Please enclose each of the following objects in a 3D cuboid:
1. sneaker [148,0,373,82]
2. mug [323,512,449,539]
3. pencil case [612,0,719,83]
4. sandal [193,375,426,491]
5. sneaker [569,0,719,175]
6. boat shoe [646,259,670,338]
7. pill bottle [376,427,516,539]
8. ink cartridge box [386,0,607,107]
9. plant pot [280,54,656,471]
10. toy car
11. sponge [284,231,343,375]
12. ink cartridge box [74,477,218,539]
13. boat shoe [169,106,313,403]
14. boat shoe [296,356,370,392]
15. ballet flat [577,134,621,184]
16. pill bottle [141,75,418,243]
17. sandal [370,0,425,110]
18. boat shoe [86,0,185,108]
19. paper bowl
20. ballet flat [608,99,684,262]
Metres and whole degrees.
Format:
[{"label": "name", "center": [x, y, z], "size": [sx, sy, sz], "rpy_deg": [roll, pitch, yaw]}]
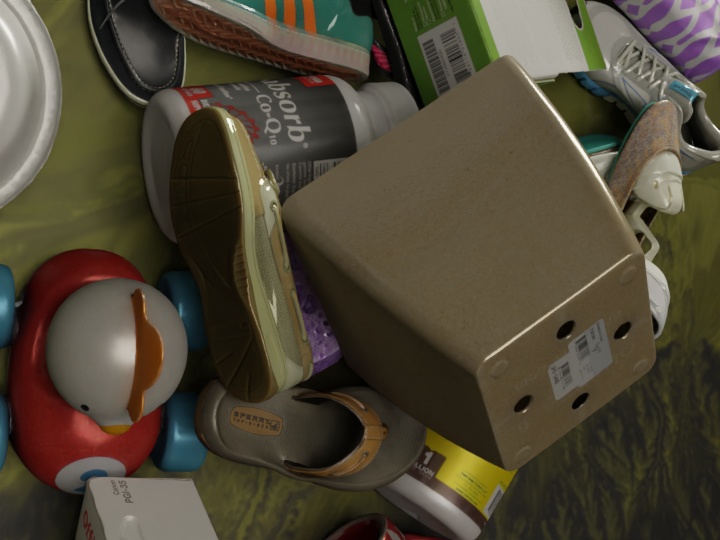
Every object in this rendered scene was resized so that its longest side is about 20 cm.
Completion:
[{"label": "sneaker", "center": [-0.072, -0.206, 0.953], "size": [0.199, 0.071, 0.081], "rpy_deg": [13, 80, -41]}, {"label": "mug", "center": [0.042, 0.297, 1.021], "size": [0.133, 0.178, 0.200], "rpy_deg": [-35, 103, 20]}, {"label": "pencil case", "center": [0.271, -0.264, 1.136], "size": [0.085, 0.084, 0.200], "rpy_deg": [-36, 114, 25]}, {"label": "sandal", "center": [-0.026, 0.114, 0.912], "size": [0.199, 0.054, 0.083], "rpy_deg": [18, 72, -34]}, {"label": "sneaker", "center": [0.267, -0.170, 1.134], "size": [0.200, 0.087, 0.075], "rpy_deg": [44, 74, -17]}, {"label": "boat shoe", "center": [0.168, -0.002, 1.040], "size": [0.199, 0.069, 0.072], "rpy_deg": [33, 121, -10]}, {"label": "pill bottle", "center": [0.097, 0.114, 1.036], "size": [0.109, 0.109, 0.201], "rpy_deg": [39, 74, -20]}, {"label": "ink cartridge box", "center": [0.115, -0.216, 1.049], "size": [0.199, 0.075, 0.149], "rpy_deg": [-16, 86, -52]}, {"label": "plant pot", "center": [0.093, 0.014, 0.865], "size": [0.199, 0.177, 0.200], "rpy_deg": [-33, 140, -10]}, {"label": "toy car", "center": [-0.174, 0.073, 0.857], "size": [0.183, 0.200, 0.179], "rpy_deg": [3, 88, -25]}, {"label": "sponge", "center": [0.000, 0.000, 1.007], "size": [0.199, 0.030, 0.112], "rpy_deg": [-28, 69, -22]}, {"label": "ink cartridge box", "center": [-0.153, 0.264, 0.856], "size": [0.082, 0.147, 0.202], "rpy_deg": [5, 115, -26]}, {"label": "boat shoe", "center": [-0.077, -0.013, 0.860], "size": [0.063, 0.073, 0.203], "rpy_deg": [-19, 97, -49]}, {"label": "boat shoe", "center": [-0.003, 0.097, 1.012], "size": [0.072, 0.066, 0.201], "rpy_deg": [44, 66, 12]}, {"label": "ballet flat", "center": [0.150, -0.077, 1.094], "size": [0.198, 0.069, 0.070], "rpy_deg": [-9, 93, -26]}, {"label": "pill bottle", "center": [-0.059, -0.090, 0.961], "size": [0.198, 0.116, 0.117], "rpy_deg": [-10, 94, -26]}, {"label": "sandal", "center": [0.032, -0.183, 1.035], "size": [0.075, 0.045, 0.202], "rpy_deg": [1, 74, -46]}, {"label": "boat shoe", "center": [-0.167, -0.223, 0.940], "size": [0.074, 0.062, 0.202], "rpy_deg": [-7, 94, -27]}, {"label": "paper bowl", "center": [-0.305, -0.125, 0.851], "size": [0.199, 0.104, 0.203], "rpy_deg": [0, 91, -26]}, {"label": "ballet flat", "center": [0.244, -0.048, 1.099], "size": [0.068, 0.067, 0.201], "rpy_deg": [11, 108, -42]}]
